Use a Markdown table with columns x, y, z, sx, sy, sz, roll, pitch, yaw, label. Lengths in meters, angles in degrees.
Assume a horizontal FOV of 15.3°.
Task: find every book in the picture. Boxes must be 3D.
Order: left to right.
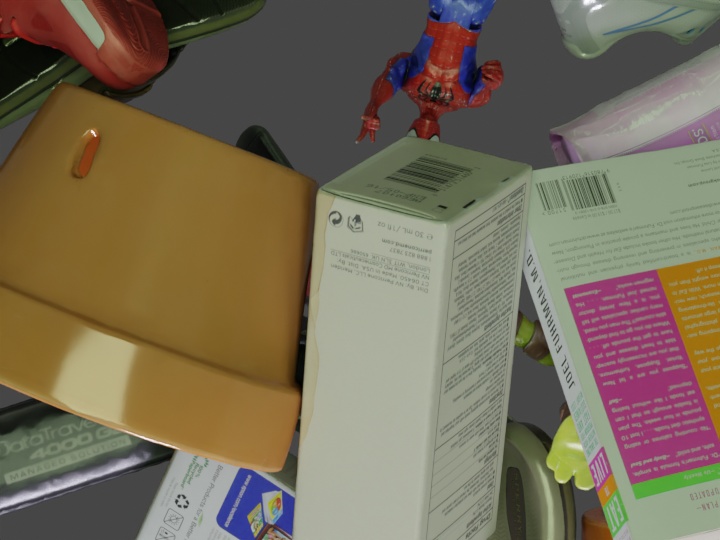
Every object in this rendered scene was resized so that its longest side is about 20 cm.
| x | y | z | sx | sy | sz | roll | pitch | yaw | label |
| --- | --- | --- | --- | --- | --- | --- | --- | --- | --- |
| 0.160 | 0.035 | 1.299 | 0.133 | 0.048 | 0.201 | -9 | 66 | -16 | book |

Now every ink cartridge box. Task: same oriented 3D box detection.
| x | y | z | sx | sy | sz | roll | pitch | yaw | label |
| --- | --- | --- | --- | --- | --- | --- | --- | --- | --- |
| -0.020 | 0.162 | 1.390 | 0.200 | 0.037 | 0.095 | 33 | 118 | 15 | ink cartridge box |

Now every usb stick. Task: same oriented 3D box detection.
| x | y | z | sx | sy | sz | roll | pitch | yaw | label |
| --- | --- | --- | --- | --- | --- | --- | --- | --- | --- |
| -0.163 | 0.093 | 1.426 | 0.199 | 0.033 | 0.056 | -18 | 89 | -1 | usb stick |

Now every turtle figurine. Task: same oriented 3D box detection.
| x | y | z | sx | sy | sz | roll | pitch | yaw | label |
| --- | --- | --- | --- | --- | --- | --- | --- | --- | --- |
| 0.139 | 0.070 | 1.380 | 0.200 | 0.161 | 0.064 | 35 | 105 | -14 | turtle figurine |

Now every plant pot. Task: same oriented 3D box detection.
| x | y | z | sx | sy | sz | roll | pitch | yaw | label |
| --- | --- | --- | --- | --- | --- | --- | --- | --- | --- |
| -0.106 | -0.002 | 1.291 | 0.200 | 0.200 | 0.140 | 22 | 91 | -5 | plant pot |

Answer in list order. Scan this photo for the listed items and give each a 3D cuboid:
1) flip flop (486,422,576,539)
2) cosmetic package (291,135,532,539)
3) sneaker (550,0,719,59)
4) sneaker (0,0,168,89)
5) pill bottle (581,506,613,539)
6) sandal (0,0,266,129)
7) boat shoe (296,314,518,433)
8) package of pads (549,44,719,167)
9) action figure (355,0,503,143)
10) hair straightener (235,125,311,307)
| x | y | z | sx | sy | sz | roll | pitch | yaw | label |
| --- | --- | --- | --- | --- | --- | --- | --- | --- | --- |
| 0.077 | 0.179 | 1.376 | 0.057 | 0.081 | 0.201 | -7 | 97 | -35 | flip flop |
| 0.025 | 0.047 | 1.297 | 0.073 | 0.103 | 0.201 | 16 | 113 | 23 | cosmetic package |
| 0.186 | -0.168 | 1.413 | 0.199 | 0.075 | 0.087 | -19 | 128 | -8 | sneaker |
| -0.181 | -0.127 | 1.356 | 0.116 | 0.200 | 0.078 | -49 | 139 | 12 | sneaker |
| 0.154 | 0.226 | 1.418 | 0.106 | 0.106 | 0.201 | -1 | 95 | -3 | pill bottle |
| -0.140 | -0.117 | 1.397 | 0.200 | 0.080 | 0.057 | -23 | 140 | 11 | sandal |
| 0.024 | 0.086 | 1.420 | 0.200 | 0.062 | 0.073 | 31 | 90 | -6 | boat shoe |
| 0.211 | -0.064 | 1.411 | 0.200 | 0.076 | 0.121 | -27 | 93 | 0 | package of pads |
| 0.049 | -0.133 | 1.363 | 0.065 | 0.099 | 0.200 | 15 | 122 | 2 | action figure |
| 0.000 | 0.000 | 1.401 | 0.200 | 0.041 | 0.077 | 46 | 47 | 13 | hair straightener |
